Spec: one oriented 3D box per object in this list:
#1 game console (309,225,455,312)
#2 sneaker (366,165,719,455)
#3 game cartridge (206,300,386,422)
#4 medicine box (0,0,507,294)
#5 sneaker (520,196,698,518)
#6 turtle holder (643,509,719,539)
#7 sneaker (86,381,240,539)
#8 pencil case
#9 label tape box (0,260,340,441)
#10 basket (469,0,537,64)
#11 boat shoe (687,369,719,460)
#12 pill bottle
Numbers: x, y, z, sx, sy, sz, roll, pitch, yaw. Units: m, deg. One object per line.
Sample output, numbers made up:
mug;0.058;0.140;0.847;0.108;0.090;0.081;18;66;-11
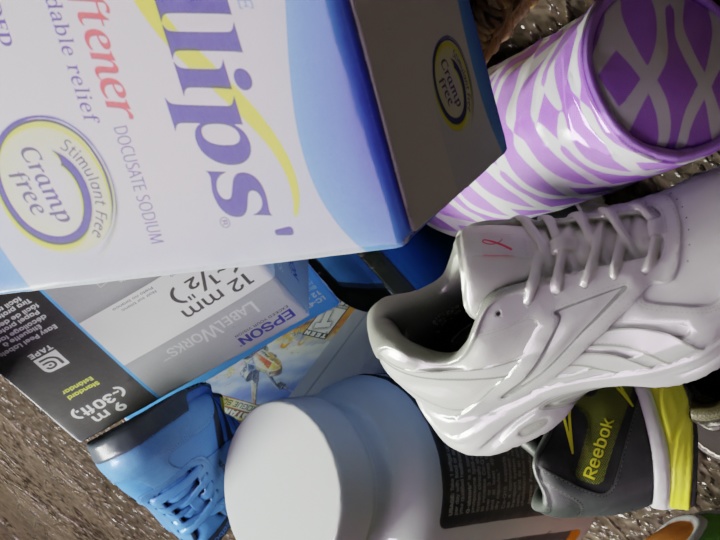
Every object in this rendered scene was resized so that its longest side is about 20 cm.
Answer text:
game console;0.000;0.000;1.055;0.118;0.171;0.200;-27;132;19
sneaker;0.087;0.008;0.859;0.199;0.078;0.099;-32;134;24
game cartridge;-0.051;0.061;1.260;0.199;0.133;0.042;10;141;48
medicine box;-0.071;-0.100;0.749;0.199;0.103;0.183;-6;110;30
sneaker;0.091;0.030;0.966;0.075;0.084;0.201;88;166;-46
turtle holder;0.219;0.202;1.140;0.184;0.142;0.132;7;-171;-27
sneaker;-0.091;0.109;1.111;0.079;0.066;0.200;64;-177;9
pencil case;0.084;-0.070;0.899;0.200;0.083;0.086;-22;81;62
label tape box;-0.107;0.018;1.055;0.200;0.143;0.066;50;-165;-46
basket;-0.014;-0.163;0.790;0.200;0.149;0.143;38;157;7
boat shoe;0.167;0.042;0.987;0.073;0.065;0.200;26;154;25
pill bottle;0.031;0.112;1.128;0.199;0.117;0.116;0;180;-43
